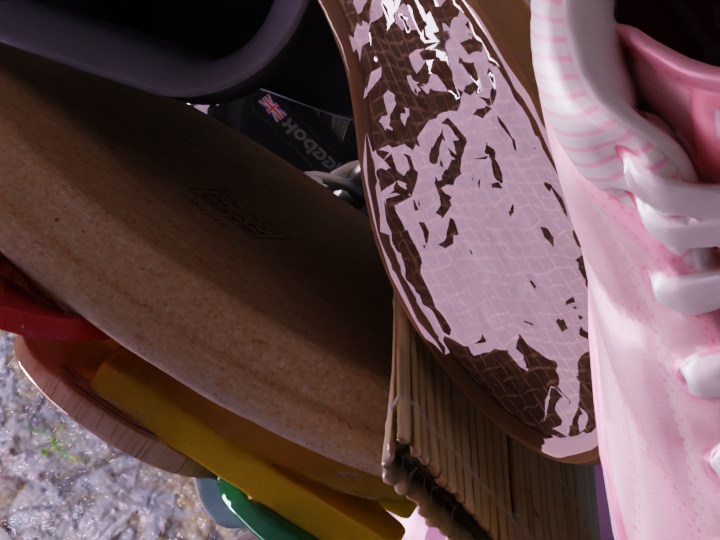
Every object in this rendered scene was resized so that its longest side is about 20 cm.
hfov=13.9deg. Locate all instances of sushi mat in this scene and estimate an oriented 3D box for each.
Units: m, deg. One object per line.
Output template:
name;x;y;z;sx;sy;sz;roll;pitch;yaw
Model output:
sushi mat;0.033;0.014;0.730;0.096;0.012;0.200;51;-159;-27

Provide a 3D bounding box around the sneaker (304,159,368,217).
sneaker;0.000;0.000;0.912;0.200;0.073;0.071;-2;106;52

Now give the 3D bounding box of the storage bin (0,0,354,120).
storage bin;-0.032;-0.138;0.798;0.200;0.145;0.134;-69;-21;-4

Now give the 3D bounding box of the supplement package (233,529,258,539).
supplement package;0.019;0.192;0.771;0.200;0.147;0.192;6;117;42

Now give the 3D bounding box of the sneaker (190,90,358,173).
sneaker;-0.028;-0.071;0.951;0.200;0.087;0.076;63;-179;-32

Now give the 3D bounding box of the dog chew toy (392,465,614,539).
dog chew toy;0.064;0.081;0.909;0.200;0.124;0.125;-127;18;-64

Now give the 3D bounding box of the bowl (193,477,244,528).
bowl;0.018;0.008;1.104;0.201;0.105;0.201;11;-90;-76

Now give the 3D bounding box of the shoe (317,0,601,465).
shoe;0.027;-0.051;0.664;0.070;0.053;0.200;-42;66;46

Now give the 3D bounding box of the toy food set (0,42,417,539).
toy food set;-0.044;0.003;0.757;0.200;0.049;0.198;34;-167;2

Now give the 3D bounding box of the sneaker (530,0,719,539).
sneaker;0.069;0.009;0.460;0.105;0.075;0.201;-5;-97;-84
